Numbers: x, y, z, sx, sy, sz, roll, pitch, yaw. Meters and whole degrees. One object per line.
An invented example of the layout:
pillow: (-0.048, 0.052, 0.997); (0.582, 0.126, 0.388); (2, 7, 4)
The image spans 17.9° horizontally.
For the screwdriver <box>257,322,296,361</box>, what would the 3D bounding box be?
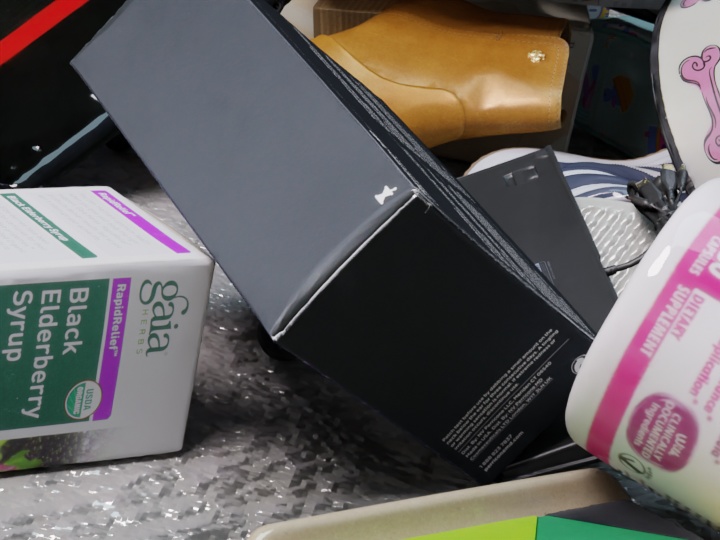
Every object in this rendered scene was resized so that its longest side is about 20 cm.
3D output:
screwdriver: (0.000, 0.000, 1.032); (0.029, 0.028, 0.200); (42, 26, 2)

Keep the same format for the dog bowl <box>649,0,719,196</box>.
dog bowl: (0.235, -0.071, 1.125); (0.200, 0.074, 0.200); (27, 48, -34)

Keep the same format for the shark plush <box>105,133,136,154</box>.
shark plush: (-0.063, -0.099, 1.234); (0.200, 0.091, 0.083); (0, -9, -16)

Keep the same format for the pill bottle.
pill bottle: (0.183, 0.062, 0.803); (0.200, 0.113, 0.113); (31, 24, 15)

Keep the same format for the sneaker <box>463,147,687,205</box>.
sneaker: (0.158, -0.022, 1.124); (0.200, 0.070, 0.108); (-3, 18, -19)

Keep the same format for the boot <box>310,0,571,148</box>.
boot: (0.028, -0.082, 1.136); (0.144, 0.071, 0.201); (8, 38, 15)

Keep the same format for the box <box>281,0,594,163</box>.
box: (0.026, -0.122, 1.303); (0.200, 0.095, 0.078); (10, 20, -1)

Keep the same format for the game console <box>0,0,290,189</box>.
game console: (-0.158, -0.117, 1.144); (0.177, 0.031, 0.200); (30, 58, 33)

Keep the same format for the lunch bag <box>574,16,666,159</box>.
lunch bag: (0.237, -0.094, 1.367); (0.160, 0.077, 0.200); (-3, 24, -38)

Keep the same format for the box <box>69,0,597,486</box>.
box: (-0.010, -0.026, 0.890); (0.141, 0.079, 0.200); (41, 7, -44)

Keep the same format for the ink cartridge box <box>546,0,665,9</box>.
ink cartridge box: (0.063, -0.176, 1.178); (0.200, 0.050, 0.162); (6, 1, 5)

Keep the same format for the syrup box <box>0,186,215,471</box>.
syrup box: (-0.157, 0.022, 0.806); (0.200, 0.079, 0.081); (-3, 23, -36)

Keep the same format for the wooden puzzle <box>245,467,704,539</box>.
wooden puzzle: (0.087, 0.119, 0.739); (0.185, 0.037, 0.200); (-5, 25, -40)

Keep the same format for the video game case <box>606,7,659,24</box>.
video game case: (0.132, -0.174, 1.277); (0.182, 0.023, 0.200); (27, 3, 42)

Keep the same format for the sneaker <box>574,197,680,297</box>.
sneaker: (0.147, 0.017, 1.029); (0.200, 0.105, 0.075); (-9, 56, 18)

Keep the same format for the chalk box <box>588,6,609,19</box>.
chalk box: (0.046, -0.177, 1.426); (0.200, 0.124, 0.124); (-4, 26, -36)

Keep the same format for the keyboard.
keyboard: (0.091, 0.009, 0.956); (0.127, 0.021, 0.200); (-19, 37, 3)
